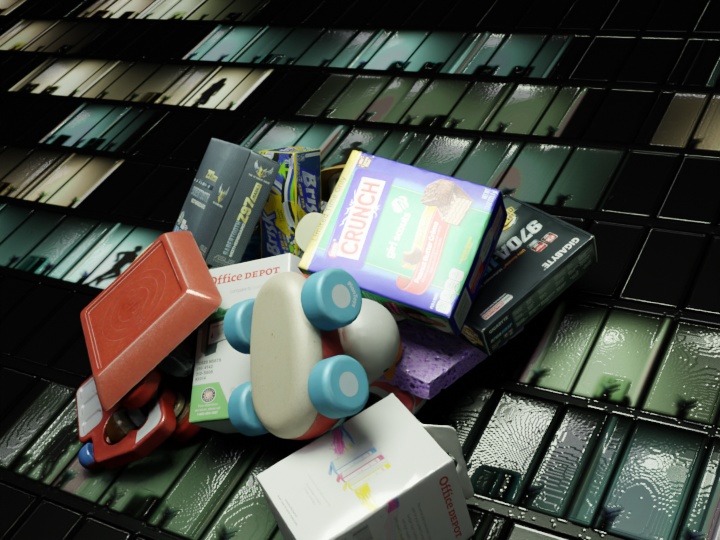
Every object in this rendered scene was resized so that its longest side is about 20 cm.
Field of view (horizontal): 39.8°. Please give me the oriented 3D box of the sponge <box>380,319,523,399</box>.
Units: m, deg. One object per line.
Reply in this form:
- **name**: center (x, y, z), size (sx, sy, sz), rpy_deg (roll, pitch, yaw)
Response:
- **sponge**: center (0.102, 0.087, 1.231), size (0.111, 0.030, 0.199), rpy_deg (22, 36, 37)

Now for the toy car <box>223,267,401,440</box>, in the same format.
- **toy car**: center (-0.020, 0.096, 1.101), size (0.184, 0.199, 0.179), rpy_deg (-21, 69, 48)

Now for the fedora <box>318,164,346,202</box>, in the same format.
- **fedora**: center (0.014, -0.095, 1.453), size (0.199, 0.200, 0.083), rpy_deg (-3, 77, 18)

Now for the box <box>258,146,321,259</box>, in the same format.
- **box**: center (-0.098, -0.071, 1.402), size (0.064, 0.202, 0.070), rpy_deg (8, 15, 29)

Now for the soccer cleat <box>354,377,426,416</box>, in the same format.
- **soccer cleat**: center (-0.006, 0.138, 1.239), size (0.073, 0.069, 0.199), rpy_deg (-22, 33, -38)

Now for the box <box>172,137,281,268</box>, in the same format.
- **box**: center (-0.189, -0.094, 1.362), size (0.159, 0.051, 0.200), rpy_deg (-66, 27, 2)

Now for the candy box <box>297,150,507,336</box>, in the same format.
- **candy box**: center (0.052, -0.036, 1.185), size (0.199, 0.077, 0.170), rpy_deg (17, 73, 22)

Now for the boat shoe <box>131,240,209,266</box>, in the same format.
- **boat shoe**: center (-0.272, -0.018, 1.519), size (0.064, 0.072, 0.200), rpy_deg (16, 43, 42)

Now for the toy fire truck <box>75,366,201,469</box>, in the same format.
- **toy fire truck**: center (-0.299, 0.174, 1.286), size (0.168, 0.112, 0.200), rpy_deg (-41, 37, 10)

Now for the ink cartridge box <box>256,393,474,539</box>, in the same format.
- **ink cartridge box**: center (0.017, 0.241, 1.044), size (0.199, 0.129, 0.125), rpy_deg (-29, 40, -15)

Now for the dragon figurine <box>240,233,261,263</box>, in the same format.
- **dragon figurine**: center (-0.170, -0.020, 1.424), size (0.058, 0.200, 0.100), rpy_deg (-5, 79, 14)

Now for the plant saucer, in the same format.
- **plant saucer**: center (-0.278, 0.049, 1.254), size (0.200, 0.037, 0.200), rpy_deg (-42, 35, 4)

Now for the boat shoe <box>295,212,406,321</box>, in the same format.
- **boat shoe**: center (0.002, -0.002, 1.267), size (0.201, 0.063, 0.074), rpy_deg (38, 92, 30)

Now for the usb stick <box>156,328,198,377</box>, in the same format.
- **usb stick**: center (-0.225, 0.081, 1.300), size (0.033, 0.055, 0.200), rpy_deg (-54, 9, 19)

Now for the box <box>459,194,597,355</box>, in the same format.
- **box**: center (0.171, 0.000, 1.245), size (0.200, 0.046, 0.159), rpy_deg (-37, 42, -19)

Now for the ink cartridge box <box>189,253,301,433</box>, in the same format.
- **ink cartridge box**: center (-0.126, 0.092, 1.231), size (0.145, 0.084, 0.202), rpy_deg (-11, 66, 30)
